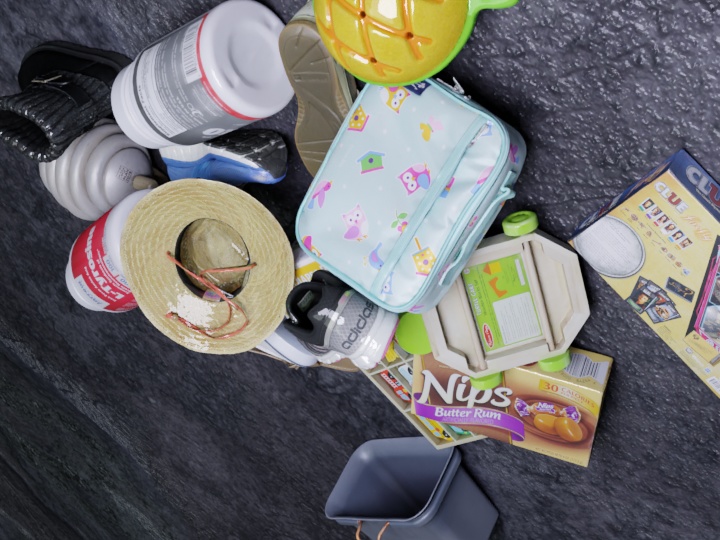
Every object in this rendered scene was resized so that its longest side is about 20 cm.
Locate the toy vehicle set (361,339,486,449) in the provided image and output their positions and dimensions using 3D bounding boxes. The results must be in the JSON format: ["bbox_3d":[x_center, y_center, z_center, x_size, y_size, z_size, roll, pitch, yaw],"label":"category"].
[{"bbox_3d":[0.070,0.121,1.147,0.200,0.027,0.124,47,141,-13],"label":"toy vehicle set"}]

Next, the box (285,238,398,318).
[{"bbox_3d":[0.000,0.000,1.049,0.113,0.101,0.199,52,143,-13],"label":"box"}]

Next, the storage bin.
[{"bbox_3d":[0.071,0.313,1.272,0.134,0.146,0.199,46,145,-22],"label":"storage bin"}]

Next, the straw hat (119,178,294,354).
[{"bbox_3d":[-0.153,-0.019,1.055,0.199,0.085,0.203,4,117,8],"label":"straw hat"}]

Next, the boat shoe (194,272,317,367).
[{"bbox_3d":[-0.137,0.063,1.155,0.201,0.074,0.087,36,118,13],"label":"boat shoe"}]

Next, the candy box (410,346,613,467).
[{"bbox_3d":[0.153,0.120,1.032,0.198,0.057,0.118,15,133,16],"label":"candy box"}]

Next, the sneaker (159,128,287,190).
[{"bbox_3d":[-0.145,-0.105,1.093,0.199,0.078,0.090,7,114,49],"label":"sneaker"}]

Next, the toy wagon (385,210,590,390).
[{"bbox_3d":[0.112,0.035,0.935,0.198,0.040,0.157,-16,111,5],"label":"toy wagon"}]

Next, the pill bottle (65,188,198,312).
[{"bbox_3d":[-0.273,-0.015,1.159,0.113,0.112,0.199,51,144,-11],"label":"pill bottle"}]

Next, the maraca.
[{"bbox_3d":[0.041,-0.227,0.790,0.199,0.107,0.138,-27,103,40],"label":"maraca"}]

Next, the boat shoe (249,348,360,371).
[{"bbox_3d":[-0.076,0.096,1.244,0.198,0.065,0.072,12,134,33],"label":"boat shoe"}]

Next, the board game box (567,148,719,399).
[{"bbox_3d":[0.291,0.009,0.842,0.200,0.035,0.135,46,144,-2],"label":"board game box"}]

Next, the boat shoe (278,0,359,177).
[{"bbox_3d":[-0.029,-0.167,0.963,0.072,0.063,0.202,7,138,23],"label":"boat shoe"}]

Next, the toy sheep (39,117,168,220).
[{"bbox_3d":[-0.314,-0.121,1.208,0.198,0.138,0.139,12,133,33],"label":"toy sheep"}]

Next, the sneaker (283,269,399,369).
[{"bbox_3d":[-0.034,0.040,0.930,0.087,0.074,0.200,36,171,-15],"label":"sneaker"}]

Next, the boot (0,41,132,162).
[{"bbox_3d":[-0.373,-0.199,1.157,0.209,0.158,0.080,8,131,38],"label":"boot"}]

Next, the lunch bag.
[{"bbox_3d":[0.046,-0.072,0.870,0.160,0.077,0.201,36,102,27],"label":"lunch bag"}]

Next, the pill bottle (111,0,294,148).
[{"bbox_3d":[-0.163,-0.191,1.007,0.199,0.114,0.114,-10,119,48],"label":"pill bottle"}]
